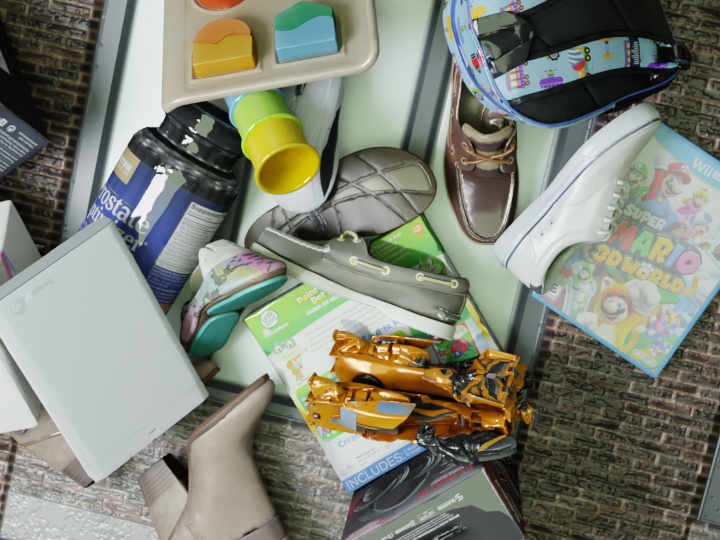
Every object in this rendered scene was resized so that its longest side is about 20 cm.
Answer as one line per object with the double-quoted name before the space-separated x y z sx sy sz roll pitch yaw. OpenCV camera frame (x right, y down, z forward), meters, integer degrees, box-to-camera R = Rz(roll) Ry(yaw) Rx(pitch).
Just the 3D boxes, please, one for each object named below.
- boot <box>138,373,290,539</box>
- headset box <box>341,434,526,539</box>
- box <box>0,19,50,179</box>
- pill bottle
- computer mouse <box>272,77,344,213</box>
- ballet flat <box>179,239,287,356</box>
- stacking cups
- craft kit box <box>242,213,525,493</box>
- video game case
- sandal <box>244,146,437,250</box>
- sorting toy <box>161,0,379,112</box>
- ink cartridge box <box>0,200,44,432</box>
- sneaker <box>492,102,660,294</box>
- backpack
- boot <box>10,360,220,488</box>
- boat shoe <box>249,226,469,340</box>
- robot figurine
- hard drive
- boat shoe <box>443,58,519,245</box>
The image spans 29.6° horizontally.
"boot" -0.116 0.212 1.304 0.200 0.070 0.146 -41 86 22
"headset box" 0.066 0.220 1.233 0.149 0.200 0.077 -31 94 9
"box" -0.404 -0.154 1.230 0.182 0.104 0.200 -34 57 8
"pill bottle" -0.183 -0.061 1.263 0.112 0.112 0.200 31 99 0
"computer mouse" -0.050 -0.153 1.243 0.109 0.044 0.201 4 87 26
"ballet flat" -0.127 0.016 1.243 0.069 0.200 0.071 -14 74 -29
"stacking cups" -0.093 -0.157 1.220 0.060 0.061 0.200 -30 53 9
"craft kit box" 0.023 0.078 1.298 0.200 0.049 0.198 -30 97 8
"video game case" 0.274 -0.020 1.274 0.143 0.018 0.200 34 99 1
"sandal" -0.018 -0.055 1.283 0.200 0.055 0.082 -30 88 23
"sorting toy" -0.086 -0.232 1.212 0.199 0.186 0.037 -12 141 9
"ink cartridge box" -0.365 0.039 1.253 0.128 0.200 0.125 -11 134 5
"sneaker" 0.209 -0.062 1.237 0.071 0.073 0.200 48 113 17
"backpack" 0.156 -0.206 1.159 0.200 0.134 0.183 -26 99 -29
"boot" -0.254 0.106 1.319 0.200 0.070 0.146 -40 84 1
"boat shoe" 0.000 0.000 1.236 0.201 0.072 0.060 22 89 3
"robot figurine" 0.059 0.107 1.209 0.199 0.145 0.058 5 124 15
"hard drive" -0.229 0.071 1.205 0.132 0.026 0.200 -38 122 -22
"boat shoe" 0.111 -0.121 1.247 0.072 0.072 0.201 1 98 5
